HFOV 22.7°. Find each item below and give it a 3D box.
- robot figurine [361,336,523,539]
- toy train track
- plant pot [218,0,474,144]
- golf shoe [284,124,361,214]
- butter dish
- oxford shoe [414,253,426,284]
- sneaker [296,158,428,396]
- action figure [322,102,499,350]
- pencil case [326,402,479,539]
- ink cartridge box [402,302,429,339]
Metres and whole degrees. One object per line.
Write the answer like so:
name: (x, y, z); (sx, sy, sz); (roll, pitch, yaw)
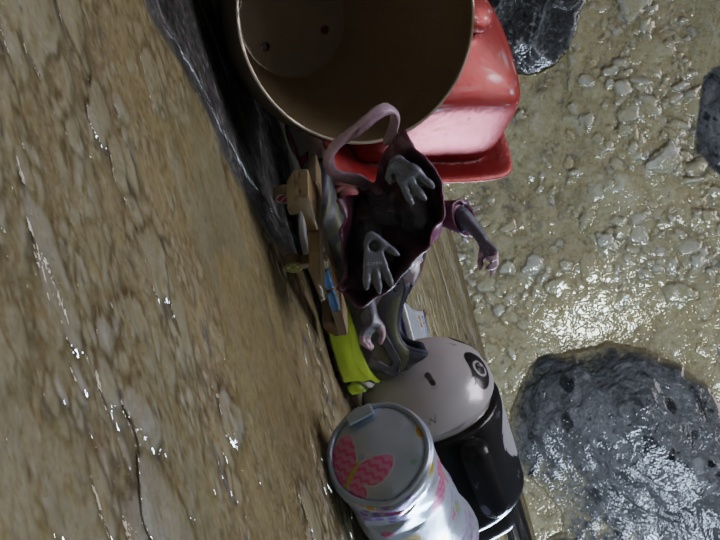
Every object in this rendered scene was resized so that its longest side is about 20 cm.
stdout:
robot figurine: (0.076, 0.153, 1.581); (0.125, 0.149, 0.201); (-53, 133, -45)
toy train track: (-0.040, -0.009, 1.380); (0.200, 0.032, 0.115); (75, 11, -57)
plant pot: (-0.029, -0.200, 1.399); (0.134, 0.199, 0.201); (11, -59, 64)
golf shoe: (-0.011, -0.080, 1.565); (0.092, 0.072, 0.201); (-153, -136, -76)
butter dish: (0.058, -0.186, 1.520); (0.148, 0.199, 0.201); (-40, -118, 48)
oxford shoe: (0.038, -0.079, 1.659); (0.072, 0.071, 0.201); (6, 93, -73)
sneaker: (0.000, 0.000, 1.506); (0.074, 0.080, 0.201); (-73, 147, -79)
action figure: (0.019, -0.030, 1.391); (0.149, 0.134, 0.200); (57, 5, 3)
pencil case: (0.035, 0.174, 1.384); (0.200, 0.083, 0.091); (62, 16, -60)
ink cartridge box: (0.063, 0.135, 1.892); (0.200, 0.040, 0.201); (31, 43, -81)
